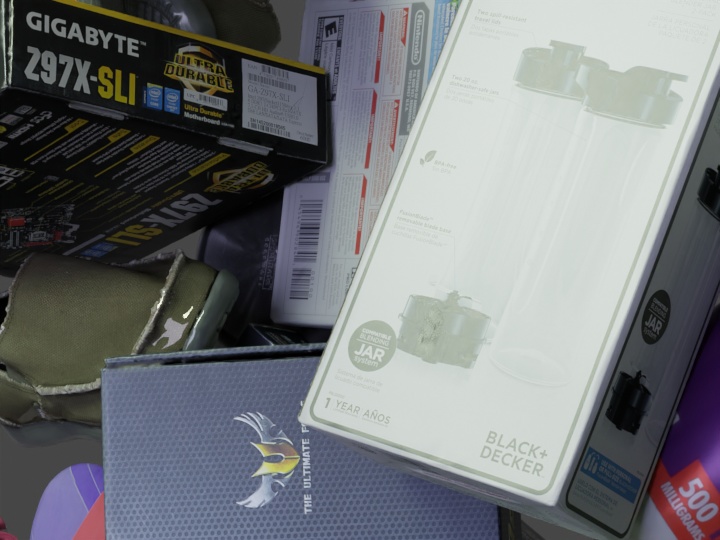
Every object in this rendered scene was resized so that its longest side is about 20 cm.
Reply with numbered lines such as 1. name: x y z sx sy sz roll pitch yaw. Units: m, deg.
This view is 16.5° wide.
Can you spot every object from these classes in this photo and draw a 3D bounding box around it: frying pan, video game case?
1. frying pan: -0.008 0.015 1.082 0.190 0.031 0.116 35 103 38
2. video game case: 0.041 -0.045 1.002 0.199 0.018 0.144 2 84 48

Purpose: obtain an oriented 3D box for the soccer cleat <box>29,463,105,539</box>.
1. soccer cleat: -0.118 0.170 1.001 0.066 0.076 0.202 -14 65 30

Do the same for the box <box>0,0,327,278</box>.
1. box: -0.136 -0.050 1.073 0.199 0.159 0.050 -25 63 48

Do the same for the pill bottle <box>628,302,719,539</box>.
1. pill bottle: 0.185 0.038 0.881 0.200 0.112 0.113 -39 60 24

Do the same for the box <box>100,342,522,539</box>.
1. box: -0.017 0.129 0.954 0.156 0.051 0.202 -3 85 14

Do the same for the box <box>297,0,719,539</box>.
1. box: 0.071 -0.017 0.880 0.116 0.060 0.201 14 79 36

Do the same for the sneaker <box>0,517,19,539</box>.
1. sneaker: -0.184 0.173 1.148 0.200 0.074 0.088 46 111 35

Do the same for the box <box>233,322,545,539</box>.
1. box: -0.011 0.143 1.027 0.200 0.046 0.160 38 102 27

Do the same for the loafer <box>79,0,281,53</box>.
1. loafer: -0.106 -0.125 1.165 0.200 0.069 0.076 35 126 47

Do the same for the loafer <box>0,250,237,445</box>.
1. loafer: -0.125 0.031 1.082 0.200 0.070 0.076 -22 38 53
